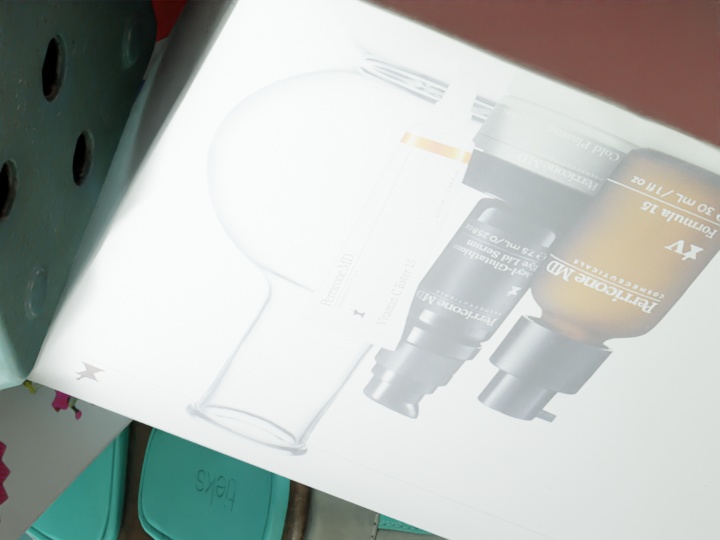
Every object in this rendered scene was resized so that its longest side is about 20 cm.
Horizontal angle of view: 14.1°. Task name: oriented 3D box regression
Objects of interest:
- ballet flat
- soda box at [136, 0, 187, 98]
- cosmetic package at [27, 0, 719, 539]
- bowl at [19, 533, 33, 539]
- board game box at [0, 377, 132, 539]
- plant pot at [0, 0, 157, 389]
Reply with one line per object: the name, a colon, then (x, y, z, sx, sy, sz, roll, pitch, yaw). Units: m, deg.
ballet flat: (-0.038, 0.051, 0.746, 0.064, 0.067, 0.200, 7, -177, -31)
soda box: (-0.021, -0.038, 0.677, 0.200, 0.068, 0.064, 21, 171, -9)
cosmetic package: (0.049, 0.002, 0.597, 0.200, 0.052, 0.151, 21, 143, -11)
bowl: (-0.160, 0.043, 0.902, 0.201, 0.105, 0.201, -2, 132, -2)
board game box: (-0.149, 0.061, 0.697, 0.064, 0.148, 0.200, 50, 148, -11)
plant pot: (-0.150, -0.051, 0.552, 0.200, 0.141, 0.141, 10, 148, 13)
